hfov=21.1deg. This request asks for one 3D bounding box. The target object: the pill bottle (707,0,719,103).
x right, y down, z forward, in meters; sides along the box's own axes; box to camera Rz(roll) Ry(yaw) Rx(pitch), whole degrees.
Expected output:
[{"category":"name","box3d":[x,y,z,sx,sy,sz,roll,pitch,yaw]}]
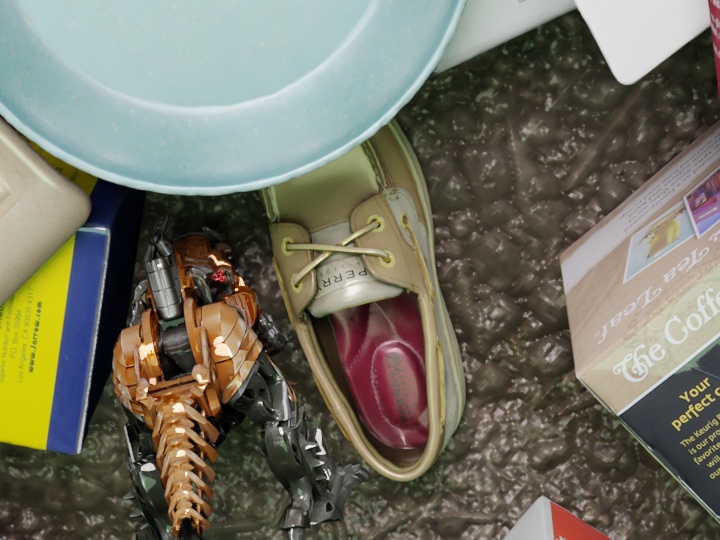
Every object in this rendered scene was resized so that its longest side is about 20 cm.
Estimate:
[{"category":"pill bottle","box3d":[0.167,-0.108,0.624,0.113,0.113,0.201,-8,114,7]}]

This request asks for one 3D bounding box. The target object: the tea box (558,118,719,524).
[{"category":"tea box","box3d":[0.221,0.021,0.808,0.200,0.134,0.197,-40,106,17]}]

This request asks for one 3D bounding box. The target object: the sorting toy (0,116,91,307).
[{"category":"sorting toy","box3d":[-0.234,-0.029,0.745,0.200,0.036,0.185,42,111,-15]}]

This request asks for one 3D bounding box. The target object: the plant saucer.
[{"category":"plant saucer","box3d":[-0.057,-0.128,0.691,0.199,0.036,0.201,-2,109,-7]}]

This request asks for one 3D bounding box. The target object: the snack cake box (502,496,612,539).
[{"category":"snack cake box","box3d":[0.146,0.204,0.899,0.200,0.115,0.067,34,111,-10]}]

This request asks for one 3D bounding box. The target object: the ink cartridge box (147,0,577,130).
[{"category":"ink cartridge box","box3d":[0.007,-0.152,0.756,0.200,0.083,0.146,-25,110,0]}]

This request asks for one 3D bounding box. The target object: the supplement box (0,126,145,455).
[{"category":"supplement box","box3d":[-0.202,-0.008,0.835,0.199,0.109,0.110,11,113,-1]}]

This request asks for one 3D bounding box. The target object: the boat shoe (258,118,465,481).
[{"category":"boat shoe","box3d":[0.000,0.000,0.848,0.074,0.066,0.200,-19,108,12]}]

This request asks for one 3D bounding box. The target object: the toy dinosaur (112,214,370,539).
[{"category":"toy dinosaur","box3d":[-0.071,0.054,0.801,0.102,0.200,0.136,-6,115,24]}]

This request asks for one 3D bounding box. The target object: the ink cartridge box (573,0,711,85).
[{"category":"ink cartridge box","box3d":[0.132,-0.172,0.690,0.200,0.067,0.116,-37,118,-8]}]
